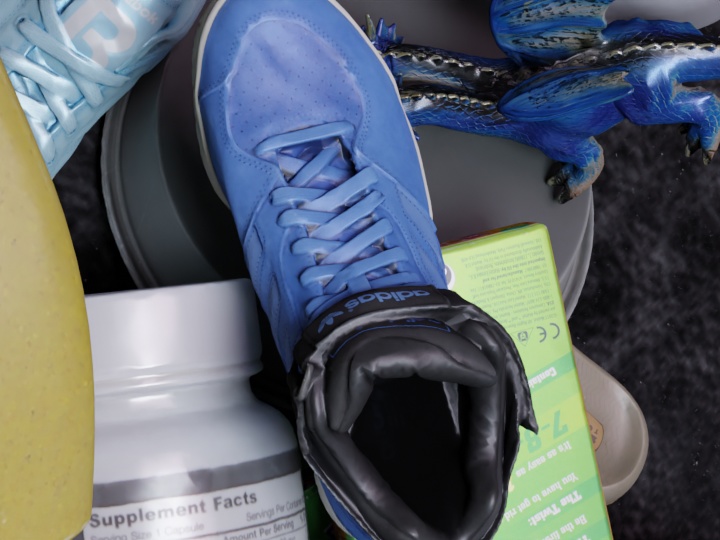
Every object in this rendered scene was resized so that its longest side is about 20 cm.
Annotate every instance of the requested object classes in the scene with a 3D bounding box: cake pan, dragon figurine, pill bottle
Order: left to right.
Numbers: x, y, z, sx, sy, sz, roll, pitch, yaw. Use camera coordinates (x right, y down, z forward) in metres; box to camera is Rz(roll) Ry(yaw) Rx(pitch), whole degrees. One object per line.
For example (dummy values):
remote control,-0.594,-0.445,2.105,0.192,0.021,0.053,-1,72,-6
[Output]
pill bottle,-0.072,0.106,0.820,0.113,0.114,0.201,-7,90,-32
cake pan,0.002,-0.041,0.909,0.200,0.037,0.201,6,67,-14
dragon figurine,0.081,-0.074,0.848,0.099,0.200,0.059,23,58,-50

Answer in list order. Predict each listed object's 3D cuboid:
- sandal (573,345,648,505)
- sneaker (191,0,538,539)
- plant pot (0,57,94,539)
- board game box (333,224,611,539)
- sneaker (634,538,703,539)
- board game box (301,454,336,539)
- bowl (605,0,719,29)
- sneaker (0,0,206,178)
sandal,0.045,0.035,0.947,0.200,0.054,0.081,29,68,-24
sneaker,0.001,0.000,0.758,0.076,0.111,0.201,-14,96,-11
plant pot,-0.193,0.029,0.717,0.194,0.195,0.200,-33,97,-31
board game box,0.040,0.091,0.851,0.095,0.030,0.201,-14,95,-12
sneaker,0.106,0.128,0.937,0.199,0.104,0.060,17,74,-28
board game box,0.023,0.148,0.899,0.095,0.030,0.200,-34,105,11
bowl,0.076,-0.150,0.938,0.201,0.201,0.091,33,92,-22
sneaker,-0.109,-0.086,0.857,0.074,0.082,0.200,39,67,-18
